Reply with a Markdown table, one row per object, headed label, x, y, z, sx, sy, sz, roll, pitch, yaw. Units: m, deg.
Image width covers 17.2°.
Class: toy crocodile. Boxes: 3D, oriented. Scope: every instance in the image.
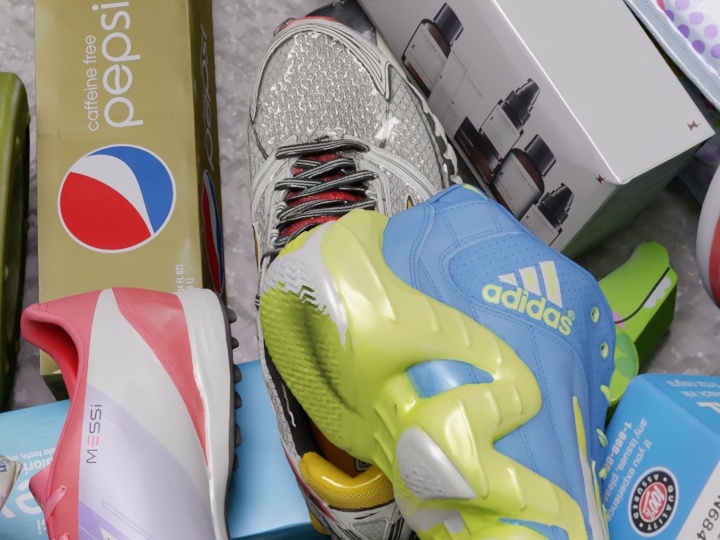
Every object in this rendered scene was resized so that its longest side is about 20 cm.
| label | x | y | z | sx | sy | sz | roll | pitch | yaw |
| --- | --- | --- | --- | --- | --- | --- | --- | --- | --- |
| toy crocodile | 0.052 | 0.070 | 0.866 | 0.062 | 0.068 | 0.200 | 31 | 74 | 18 |

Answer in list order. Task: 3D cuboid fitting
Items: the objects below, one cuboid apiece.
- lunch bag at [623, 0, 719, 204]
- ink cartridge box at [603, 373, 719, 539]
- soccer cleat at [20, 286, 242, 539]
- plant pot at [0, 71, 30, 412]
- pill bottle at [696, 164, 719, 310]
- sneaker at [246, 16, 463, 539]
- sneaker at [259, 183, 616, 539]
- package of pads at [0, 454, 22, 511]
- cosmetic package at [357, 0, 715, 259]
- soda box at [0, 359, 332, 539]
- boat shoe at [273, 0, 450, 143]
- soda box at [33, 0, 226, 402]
| label | x | y | z | sx | sy | sz | roll | pitch | yaw |
| --- | --- | --- | --- | --- | --- | --- | --- | --- | --- |
| lunch bag | 0.160 | -0.134 | 0.907 | 0.170 | 0.127 | 0.200 | -35 | 76 | -7 |
| ink cartridge box | 0.147 | 0.144 | 0.749 | 0.200 | 0.084 | 0.146 | 39 | 112 | 42 |
| soccer cleat | -0.076 | 0.097 | 0.793 | 0.073 | 0.068 | 0.200 | 3 | 62 | -14 |
| plant pot | -0.222 | -0.013 | 0.881 | 0.193 | 0.200 | 0.200 | 4 | 67 | -4 |
| pill bottle | 0.209 | 0.021 | 0.745 | 0.116 | 0.116 | 0.200 | -37 | 52 | -10 |
| sneaker | 0.000 | 0.000 | 0.819 | 0.078 | 0.082 | 0.200 | -14 | 68 | 6 |
| sneaker | 0.058 | 0.059 | 0.742 | 0.105 | 0.076 | 0.200 | -34 | 96 | -29 |
| package of pads | -0.227 | 0.114 | 0.798 | 0.154 | 0.068 | 0.200 | 28 | 114 | -6 |
| cosmetic package | 0.041 | -0.104 | 0.873 | 0.051 | 0.083 | 0.200 | -27 | 77 | -28 |
| soda box | -0.110 | 0.090 | 0.878 | 0.200 | 0.064 | 0.068 | -12 | 67 | 1 |
| boat shoe | -0.003 | -0.014 | 0.914 | 0.068 | 0.072 | 0.200 | -9 | 65 | 16 |
| soda box | -0.090 | -0.042 | 0.931 | 0.064 | 0.068 | 0.200 | -7 | 66 | 4 |
